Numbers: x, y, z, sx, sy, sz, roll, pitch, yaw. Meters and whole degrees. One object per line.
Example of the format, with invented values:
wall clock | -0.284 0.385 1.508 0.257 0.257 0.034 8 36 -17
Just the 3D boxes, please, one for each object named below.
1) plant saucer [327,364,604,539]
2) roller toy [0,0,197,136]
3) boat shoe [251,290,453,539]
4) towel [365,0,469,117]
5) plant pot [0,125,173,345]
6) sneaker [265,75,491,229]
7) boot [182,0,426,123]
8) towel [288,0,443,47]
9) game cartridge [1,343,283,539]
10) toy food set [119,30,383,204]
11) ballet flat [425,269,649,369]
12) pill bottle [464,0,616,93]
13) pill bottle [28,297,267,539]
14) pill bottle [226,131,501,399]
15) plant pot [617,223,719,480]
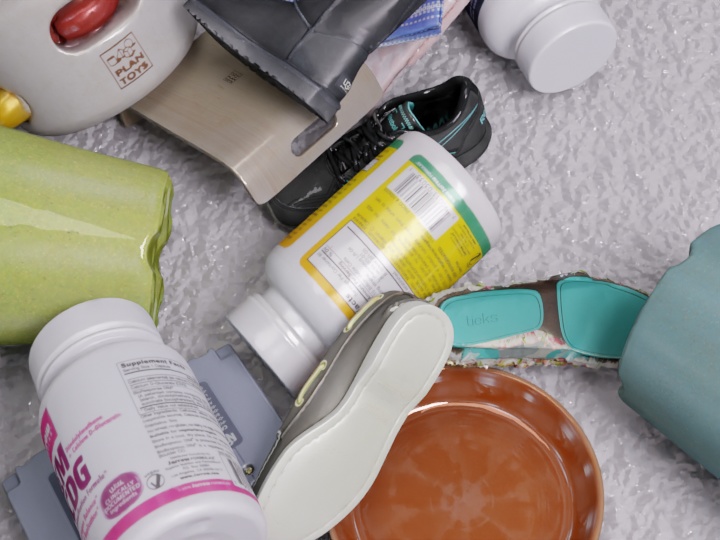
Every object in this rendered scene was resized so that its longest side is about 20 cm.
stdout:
plant saucer | 0.072 0.161 0.957 0.198 0.032 0.202 -1 57 2
roller toy | -0.234 -0.205 1.109 0.181 0.140 0.201 -14 38 25
boat shoe | -0.014 0.102 0.932 0.202 0.072 0.060 -54 32 -3
towel | 0.011 -0.260 1.143 0.191 0.032 0.200 -49 59 19
plant pot | -0.239 -0.021 1.018 0.182 0.201 0.202 6 61 -5
sneaker | 0.011 -0.101 1.087 0.198 0.079 0.076 -26 63 -7
boot | -0.020 -0.234 1.036 0.164 0.066 0.201 37 90 23
towel | 0.001 -0.268 1.088 0.143 0.024 0.202 -6 65 19
game cartridge | -0.149 0.151 0.977 0.199 0.042 0.133 -31 57 -11
toy food set | -0.094 -0.137 1.108 0.143 0.061 0.199 -42 47 -19
ballet flat | 0.132 0.039 1.001 0.198 0.064 0.077 4 77 -15
pill bottle | 0.134 -0.251 1.139 0.110 0.111 0.201 -22 61 -7
pill bottle | -0.150 0.120 0.906 0.113 0.114 0.201 -26 51 -9
pill bottle | 0.000 0.000 1.007 0.200 0.113 0.113 -42 66 -7
plant pot | 0.293 0.077 0.910 0.195 0.201 0.200 34 69 29
